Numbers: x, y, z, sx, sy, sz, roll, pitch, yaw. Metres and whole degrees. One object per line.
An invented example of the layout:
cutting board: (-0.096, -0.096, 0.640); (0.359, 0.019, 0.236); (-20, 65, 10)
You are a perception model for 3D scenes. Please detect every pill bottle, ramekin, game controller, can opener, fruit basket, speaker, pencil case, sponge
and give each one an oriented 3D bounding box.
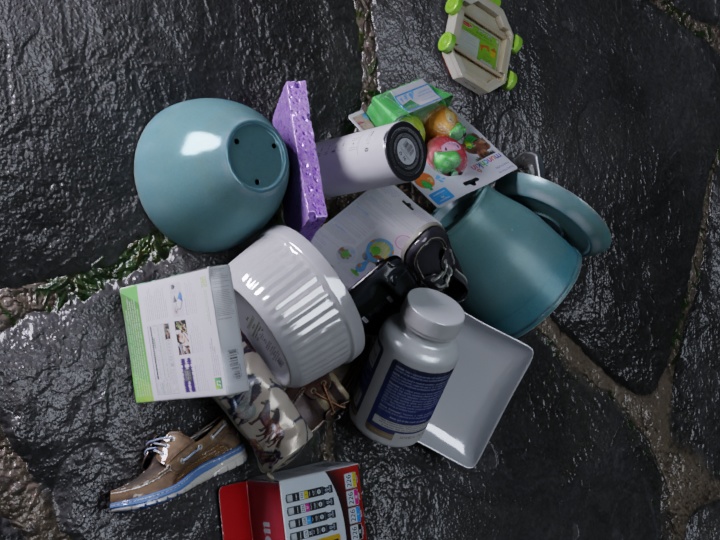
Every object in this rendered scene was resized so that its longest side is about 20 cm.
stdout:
pill bottle: (0.066, 0.127, 1.472); (0.110, 0.111, 0.201); (-4, 128, -39)
ramekin: (-0.096, 0.053, 1.395); (0.105, 0.200, 0.201); (-35, 105, -23)
game controller: (0.027, 0.036, 1.468); (0.104, 0.200, 0.042); (-31, 72, 3)
can opener: (0.295, -0.098, 1.823); (0.067, 0.053, 0.201); (-10, 90, -39)
fruit basket: (0.109, -0.191, 1.612); (0.185, 0.094, 0.200); (-26, 58, -38)
speaker: (-0.009, -0.145, 1.491); (0.081, 0.199, 0.082); (7, 80, -43)
pencil case: (-0.141, 0.162, 1.380); (0.089, 0.078, 0.200); (-35, 88, -13)
sponge: (-0.083, -0.136, 1.456); (0.030, 0.112, 0.201); (-3, 68, -18)

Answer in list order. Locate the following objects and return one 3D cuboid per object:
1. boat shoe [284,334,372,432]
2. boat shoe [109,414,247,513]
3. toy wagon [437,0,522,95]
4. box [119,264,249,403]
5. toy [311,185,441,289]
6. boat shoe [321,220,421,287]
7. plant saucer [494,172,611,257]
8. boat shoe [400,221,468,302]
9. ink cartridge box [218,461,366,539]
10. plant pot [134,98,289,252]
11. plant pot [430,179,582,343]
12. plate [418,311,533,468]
boat shoe: (-0.049, 0.160, 1.492); (0.072, 0.072, 0.200); (53, 55, -19)
boat shoe: (-0.229, 0.233, 1.344); (0.199, 0.072, 0.073); (-20, 91, -49)
toy wagon: (0.198, -0.389, 1.800); (0.155, 0.039, 0.201); (24, 68, -34)
box: (-0.210, 0.078, 1.293); (0.036, 0.199, 0.145); (-7, 88, -43)
toy: (0.000, -0.027, 1.497); (0.200, 0.047, 0.115); (-38, 63, -23)
boat shoe: (0.000, 0.000, 1.572); (0.200, 0.063, 0.074); (40, 76, -24)
plant saucer: (0.287, -0.078, 1.689); (0.200, 0.200, 0.028); (40, 73, -27)
boat shoe: (0.109, -0.006, 1.493); (0.073, 0.063, 0.200); (-44, 157, -2)
ink cartridge box: (-0.081, 0.362, 1.426); (0.175, 0.084, 0.202); (-6, 87, -39)
plant pot: (-0.167, -0.132, 1.403); (0.199, 0.134, 0.202); (8, 78, -38)
plant pot: (0.193, -0.024, 1.649); (0.188, 0.200, 0.200); (44, 58, -16)
plate: (0.122, 0.156, 1.594); (0.199, 0.032, 0.200); (28, 90, -12)
